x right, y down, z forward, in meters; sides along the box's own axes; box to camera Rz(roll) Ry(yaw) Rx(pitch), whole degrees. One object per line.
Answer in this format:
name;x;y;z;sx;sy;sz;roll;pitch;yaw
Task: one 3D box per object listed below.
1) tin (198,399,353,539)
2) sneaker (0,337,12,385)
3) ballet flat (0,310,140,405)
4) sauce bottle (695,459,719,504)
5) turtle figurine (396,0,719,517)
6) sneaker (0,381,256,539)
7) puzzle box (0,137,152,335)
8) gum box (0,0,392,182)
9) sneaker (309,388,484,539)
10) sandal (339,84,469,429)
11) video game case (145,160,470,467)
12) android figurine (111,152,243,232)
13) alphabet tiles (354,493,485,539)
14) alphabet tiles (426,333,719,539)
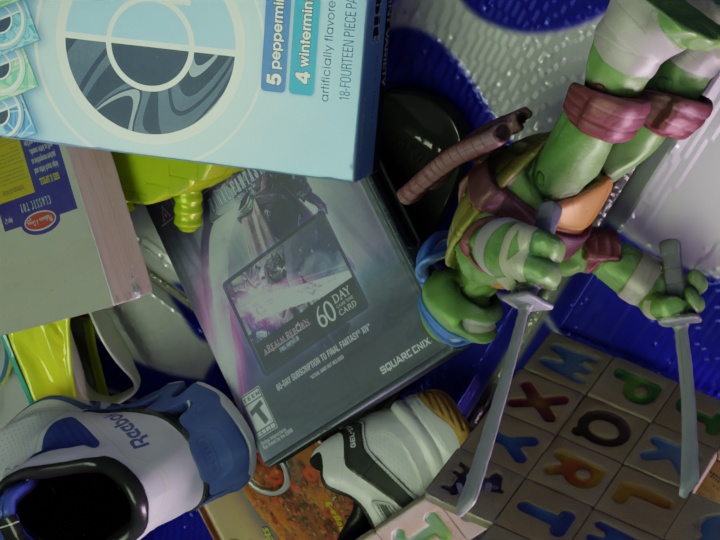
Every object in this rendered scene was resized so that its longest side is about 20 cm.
tin;-0.022;0.156;1.060;0.112;0.042;0.201;-16;106;32
sneaker;-0.300;0.015;1.128;0.200;0.082;0.074;30;128;17
ballet flat;-0.152;0.085;1.090;0.067;0.067;0.201;-11;109;11
sauce bottle;0.120;0.149;0.864;0.066;0.200;0.066;16;124;25
turtle figurine;0.113;-0.014;0.805;0.144;0.200;0.194;18;117;-26
sneaker;-0.160;0.115;0.988;0.199;0.115;0.081;-17;98;41
puzzle box;-0.186;-0.034;0.996;0.200;0.025;0.134;-12;94;51
gum box;-0.085;-0.137;0.860;0.199;0.045;0.171;9;103;15
sneaker;0.027;0.159;0.984;0.087;0.076;0.201;-18;109;-9
sandal;0.000;0.000;0.956;0.075;0.045;0.200;28;126;16
video game case;-0.041;-0.021;0.949;0.143;0.019;0.200;-35;77;39
android figurine;-0.103;-0.118;0.938;0.182;0.041;0.201;11;110;35
alphabet tiles;0.075;0.189;0.960;0.167;0.008;0.200;-35;112;6
alphabet tiles;0.116;0.112;0.837;0.167;0.200;0.008;23;131;20
